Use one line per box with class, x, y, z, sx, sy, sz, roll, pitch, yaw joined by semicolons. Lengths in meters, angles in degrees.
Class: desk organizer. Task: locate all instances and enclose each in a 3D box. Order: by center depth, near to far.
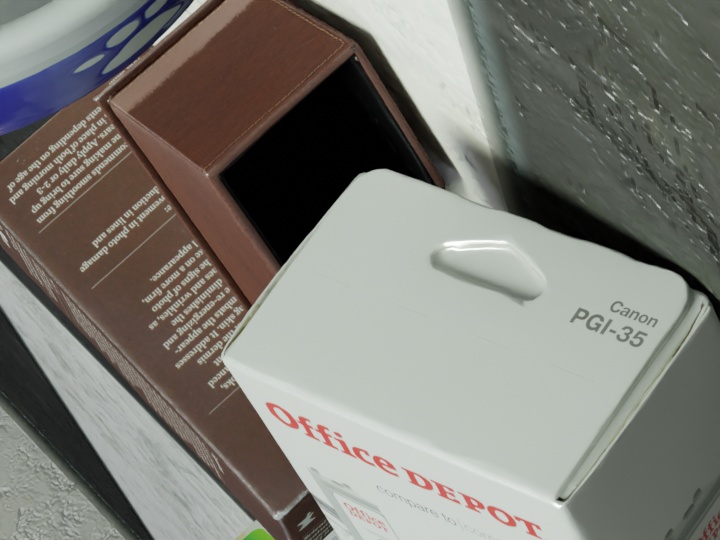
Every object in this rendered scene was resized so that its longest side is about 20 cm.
desk organizer;0.000;0.000;1.014;0.077;0.072;0.200;36;164;52

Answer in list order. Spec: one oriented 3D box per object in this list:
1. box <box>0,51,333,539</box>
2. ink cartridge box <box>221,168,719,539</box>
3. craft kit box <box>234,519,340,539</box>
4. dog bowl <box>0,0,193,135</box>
box;-0.059;0.012;1.230;0.200;0.100;0.075;46;170;20
ink cartridge box;0.062;0.076;0.933;0.146;0.083;0.200;21;154;40
craft kit box;-0.006;0.169;1.312;0.049;0.197;0.200;51;170;-33
dog bowl;-0.114;-0.129;0.666;0.200;0.200;0.079;47;171;5
